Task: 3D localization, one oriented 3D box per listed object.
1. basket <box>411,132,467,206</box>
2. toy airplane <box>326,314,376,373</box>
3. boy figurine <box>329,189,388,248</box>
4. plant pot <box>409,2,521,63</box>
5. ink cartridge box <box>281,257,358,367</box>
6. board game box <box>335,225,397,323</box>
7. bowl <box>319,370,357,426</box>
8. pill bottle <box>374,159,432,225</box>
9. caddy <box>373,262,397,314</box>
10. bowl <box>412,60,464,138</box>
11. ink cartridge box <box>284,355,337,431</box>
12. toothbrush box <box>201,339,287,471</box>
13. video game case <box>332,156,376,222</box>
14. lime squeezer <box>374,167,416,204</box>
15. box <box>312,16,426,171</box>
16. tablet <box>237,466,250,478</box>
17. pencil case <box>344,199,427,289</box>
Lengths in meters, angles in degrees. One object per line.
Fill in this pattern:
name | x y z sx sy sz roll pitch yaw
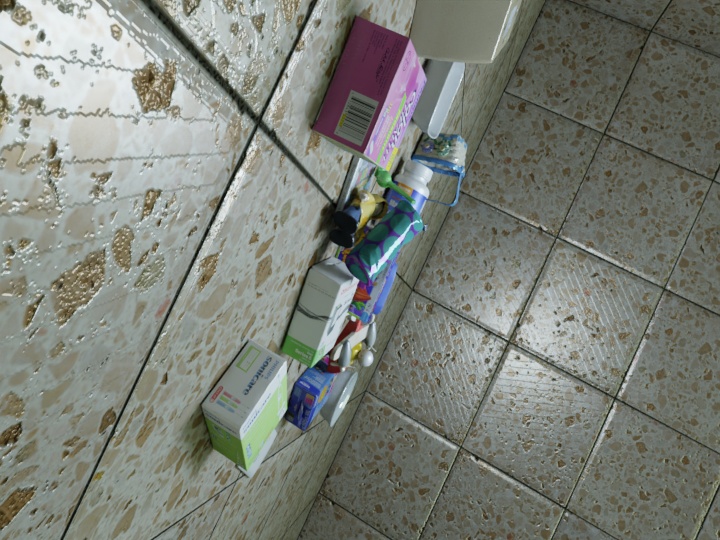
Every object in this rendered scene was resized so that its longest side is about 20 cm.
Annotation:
basket | 0.228 -0.306 1.581 0.138 0.172 0.207 4 99 -62
toy airplane | -0.013 0.194 1.437 0.200 0.141 0.200 -44 166 -20
boy figurine | 0.000 -0.111 1.118 0.200 0.063 0.128 -40 151 -58
plant pot | 0.224 -0.535 1.057 0.202 0.173 0.203 -55 165 -40
ink cartridge box | -0.085 0.089 1.176 0.205 0.082 0.145 -68 168 17
board game box | 0.000 0.000 1.251 0.205 0.131 0.045 -67 168 9
bowl | -0.092 0.424 1.819 0.205 0.088 0.202 -61 168 -21
pill bottle | 0.124 -0.195 1.462 0.205 0.109 0.112 -66 168 4
caddy | 0.028 0.025 1.518 0.142 0.102 0.205 -100 -150 -68
bowl | 0.190 -0.447 1.331 0.205 0.073 0.199 -68 167 14
ink cartridge box | -0.141 0.349 1.489 0.200 0.075 0.140 -42 155 -59
toothbrush box | -0.205 0.251 0.968 0.147 0.084 0.203 -56 166 -35
video game case | 0.003 -0.206 1.124 0.205 0.017 0.143 -70 167 20
lime squeezer | 0.063 -0.221 1.186 0.039 0.068 0.203 95 -18 -44
box | 0.023 -0.279 0.875 0.181 0.094 0.200 -66 169 8
tablet | -0.255 0.447 1.325 0.132 0.013 0.202 -59 167 -26
pencil case | 0.054 -0.058 1.144 0.200 0.084 0.094 -45 150 -23
